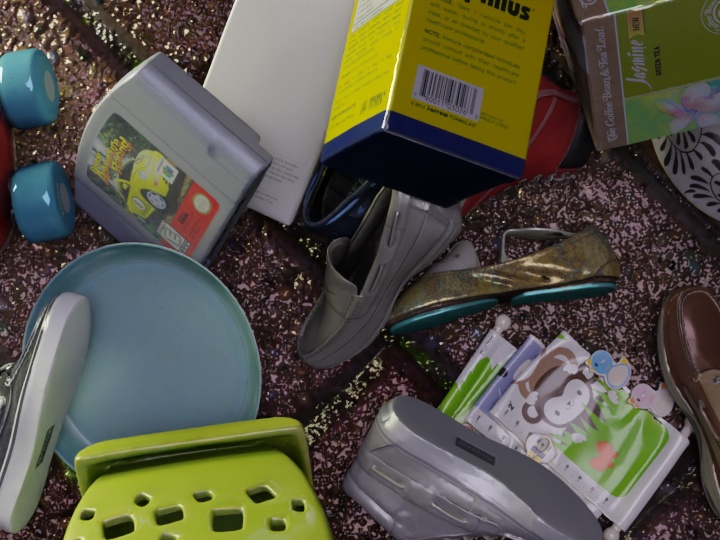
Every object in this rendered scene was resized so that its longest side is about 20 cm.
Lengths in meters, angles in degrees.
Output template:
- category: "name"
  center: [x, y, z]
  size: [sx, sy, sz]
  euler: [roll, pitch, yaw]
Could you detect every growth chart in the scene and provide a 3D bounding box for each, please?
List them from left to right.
- category: "growth chart"
  center: [0.164, 0.124, 1.242]
  size: [0.199, 0.018, 0.145]
  euler: [30, 83, -1]

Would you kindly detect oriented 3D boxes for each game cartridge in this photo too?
- category: "game cartridge"
  center: [-0.150, -0.072, 1.158]
  size: [0.133, 0.200, 0.041]
  euler: [43, 54, 4]

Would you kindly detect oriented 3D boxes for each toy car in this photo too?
- category: "toy car"
  center: [-0.331, -0.089, 1.131]
  size: [0.183, 0.200, 0.178]
  euler: [-9, 85, 5]

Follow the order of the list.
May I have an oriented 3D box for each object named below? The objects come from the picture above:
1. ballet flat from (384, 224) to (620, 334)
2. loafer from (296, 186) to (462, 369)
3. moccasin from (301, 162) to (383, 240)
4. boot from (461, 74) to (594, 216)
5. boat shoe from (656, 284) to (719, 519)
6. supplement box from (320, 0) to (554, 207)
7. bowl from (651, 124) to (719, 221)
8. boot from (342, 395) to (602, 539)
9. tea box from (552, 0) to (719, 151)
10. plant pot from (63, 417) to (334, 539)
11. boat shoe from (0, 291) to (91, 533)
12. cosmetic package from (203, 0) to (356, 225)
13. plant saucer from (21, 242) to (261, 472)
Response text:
- category: "ballet flat"
  center: [0.108, 0.002, 1.227]
  size: [0.198, 0.071, 0.071]
  euler: [-11, 85, -8]
- category: "loafer"
  center: [0.000, 0.000, 1.174]
  size: [0.069, 0.070, 0.200]
  euler: [17, 127, -28]
- category: "moccasin"
  center: [0.022, -0.106, 1.164]
  size: [0.080, 0.068, 0.201]
  euler: [31, 105, 24]
- category: "boot"
  center: [0.107, -0.069, 1.231]
  size: [0.200, 0.144, 0.073]
  euler: [-53, 47, 23]
- category: "boat shoe"
  center: [0.297, 0.105, 1.215]
  size: [0.075, 0.072, 0.201]
  euler: [-20, 89, -23]
- category: "supplement box"
  center: [0.059, -0.162, 1.069]
  size: [0.109, 0.109, 0.202]
  euler: [17, 76, -22]
- category: "bowl"
  center: [0.340, -0.135, 1.236]
  size: [0.199, 0.094, 0.203]
  euler: [0, 86, -3]
- category: "boot"
  center: [0.085, 0.185, 1.205]
  size: [0.199, 0.074, 0.096]
  euler: [32, 117, 2]
- category: "tea box"
  center: [0.243, -0.222, 1.162]
  size: [0.195, 0.134, 0.201]
  euler: [-14, 47, 4]
- category: "plant pot"
  center: [-0.111, 0.224, 1.115]
  size: [0.198, 0.200, 0.182]
  euler: [-8, 42, -3]
- category: "boat shoe"
  center: [-0.263, 0.102, 1.178]
  size: [0.067, 0.072, 0.201]
  euler: [23, 110, 9]
- category: "cosmetic package"
  center: [-0.058, -0.151, 1.185]
  size: [0.107, 0.085, 0.201]
  euler: [25, 108, 0]
- category: "plant saucer"
  center: [-0.168, 0.077, 1.196]
  size: [0.198, 0.027, 0.202]
  euler: [2, 98, 13]
